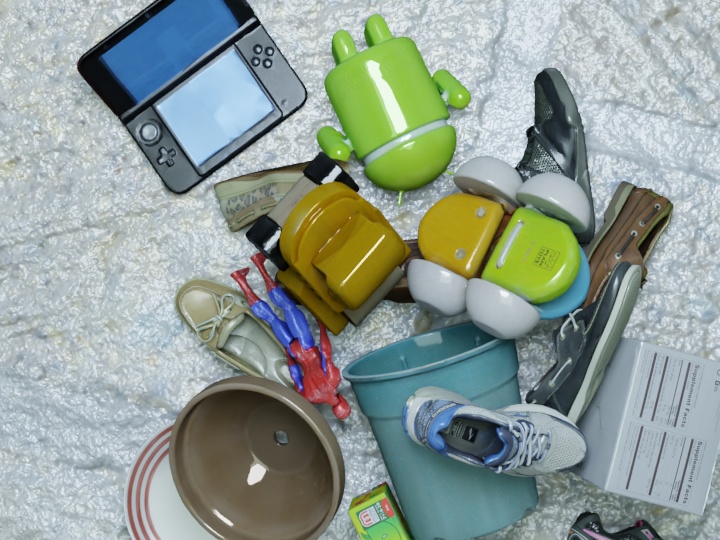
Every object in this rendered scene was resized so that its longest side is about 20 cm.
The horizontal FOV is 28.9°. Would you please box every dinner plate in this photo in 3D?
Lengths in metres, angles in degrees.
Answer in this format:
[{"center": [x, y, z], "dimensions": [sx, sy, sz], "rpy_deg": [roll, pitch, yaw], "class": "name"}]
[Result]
[{"center": [-0.172, 0.263, 1.598], "dimensions": [0.197, 0.024, 0.203], "rpy_deg": [0, 87, 2], "class": "dinner plate"}]

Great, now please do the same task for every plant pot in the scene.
[{"center": [-0.101, 0.201, 1.523], "dimensions": [0.198, 0.093, 0.204], "rpy_deg": [6, 109, 19], "class": "plant pot"}, {"center": [0.099, 0.176, 1.514], "dimensions": [0.197, 0.200, 0.199], "rpy_deg": [-15, 95, 2], "class": "plant pot"}]

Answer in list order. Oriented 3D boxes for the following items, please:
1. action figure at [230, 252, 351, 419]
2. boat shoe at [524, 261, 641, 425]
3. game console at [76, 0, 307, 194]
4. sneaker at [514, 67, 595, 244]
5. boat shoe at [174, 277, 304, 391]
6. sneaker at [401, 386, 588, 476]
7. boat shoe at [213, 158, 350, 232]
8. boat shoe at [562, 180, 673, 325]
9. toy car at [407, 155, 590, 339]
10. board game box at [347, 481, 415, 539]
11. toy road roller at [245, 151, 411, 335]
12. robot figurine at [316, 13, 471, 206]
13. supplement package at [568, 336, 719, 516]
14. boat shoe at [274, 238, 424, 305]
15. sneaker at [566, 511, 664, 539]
[{"center": [-0.067, 0.075, 1.532], "dimensions": [0.065, 0.052, 0.202], "rpy_deg": [-34, 81, 30], "class": "action figure"}, {"center": [0.228, 0.072, 1.429], "dimensions": [0.067, 0.072, 0.202], "rpy_deg": [32, 122, 18], "class": "boat shoe"}, {"center": [-0.184, -0.211, 1.564], "dimensions": [0.199, 0.119, 0.173], "rpy_deg": [-36, 87, 1], "class": "game console"}, {"center": [0.196, -0.124, 1.568], "dimensions": [0.112, 0.076, 0.203], "rpy_deg": [-7, 93, -4], "class": "sneaker"}, {"center": [-0.128, 0.080, 1.581], "dimensions": [0.200, 0.063, 0.073], "rpy_deg": [42, 90, 2], "class": "boat shoe"}, {"center": [0.142, 0.173, 1.390], "dimensions": [0.197, 0.085, 0.078], "rpy_deg": [10, 98, -17], "class": "sneaker"}, {"center": [-0.082, -0.083, 1.545], "dimensions": [0.073, 0.199, 0.064], "rpy_deg": [-18, 99, -42], "class": "boat shoe"}, {"center": [0.284, -0.006, 1.535], "dimensions": [0.067, 0.072, 0.202], "rpy_deg": [20, 72, 20], "class": "boat shoe"}, {"center": [0.159, -0.011, 1.481], "dimensions": [0.199, 0.150, 0.177], "rpy_deg": [19, 75, 42], "class": "toy car"}, {"center": [0.052, 0.340, 1.547], "dimensions": [0.047, 0.102, 0.202], "rpy_deg": [-26, 87, 1], "class": "board game box"}, {"center": [-0.010, -0.008, 1.428], "dimensions": [0.123, 0.200, 0.146], "rpy_deg": [-46, 46, -6], "class": "toy road roller"}, {"center": [0.034, -0.178, 1.556], "dimensions": [0.174, 0.116, 0.202], "rpy_deg": [-25, 88, -6], "class": "robot figurine"}, {"center": [0.297, 0.157, 1.488], "dimensions": [0.109, 0.200, 0.158], "rpy_deg": [14, 89, -7], "class": "supplement package"}, {"center": [0.000, 0.000, 1.577], "dimensions": [0.197, 0.071, 0.071], "rpy_deg": [-2, 69, 6], "class": "boat shoe"}, {"center": [0.321, 0.325, 1.553], "dimensions": [0.197, 0.080, 0.087], "rpy_deg": [19, 78, -3], "class": "sneaker"}]
